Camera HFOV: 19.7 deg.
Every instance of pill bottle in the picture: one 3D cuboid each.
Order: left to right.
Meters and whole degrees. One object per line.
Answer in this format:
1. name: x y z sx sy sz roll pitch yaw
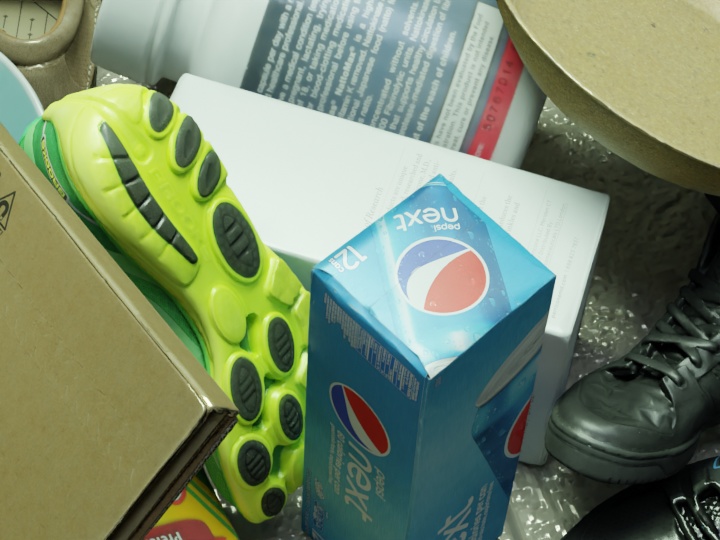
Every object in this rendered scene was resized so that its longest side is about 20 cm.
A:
1. pill bottle: -0.016 -0.104 0.949 0.198 0.120 0.120 20 56 -3

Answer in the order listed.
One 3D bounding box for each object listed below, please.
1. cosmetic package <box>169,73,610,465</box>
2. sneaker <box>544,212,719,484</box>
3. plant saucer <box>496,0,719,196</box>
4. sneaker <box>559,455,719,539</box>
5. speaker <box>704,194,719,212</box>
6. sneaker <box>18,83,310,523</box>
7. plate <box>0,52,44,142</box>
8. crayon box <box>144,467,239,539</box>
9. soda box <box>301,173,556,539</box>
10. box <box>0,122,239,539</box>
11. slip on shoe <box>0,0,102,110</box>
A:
1. cosmetic package: 0.000 0.000 0.905 0.198 0.113 0.082 14 56 8
2. sneaker: 0.157 0.016 0.883 0.199 0.105 0.060 -15 36 -43
3. plant saucer: 0.136 -0.093 0.895 0.198 0.036 0.201 19 38 -15
4. sneaker: 0.169 0.095 0.868 0.198 0.082 0.074 -20 62 -14
5. speaker: 0.250 -0.095 1.005 0.199 0.082 0.081 -35 64 -23
6. sneaker: -0.072 0.011 0.836 0.083 0.201 0.074 6 39 47
7. plate: -0.220 -0.016 0.921 0.198 0.026 0.202 -6 71 16
8. crayon box: -0.101 0.135 0.813 0.126 0.051 0.201 -2 51 -42
9. soda box: 0.022 0.057 0.812 0.068 0.201 0.064 -37 65 -25
10. box: -0.152 0.048 0.773 0.164 0.021 0.200 -51 58 13
11. slip on shoe: -0.162 -0.139 1.001 0.075 0.061 0.201 -3 42 -4
